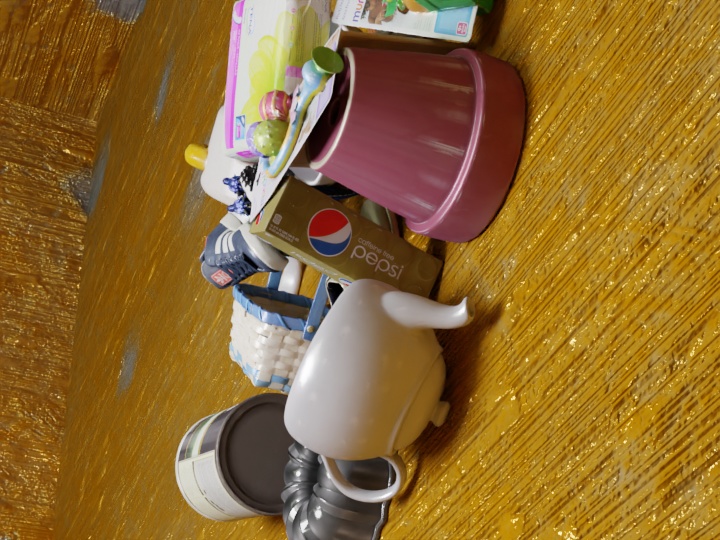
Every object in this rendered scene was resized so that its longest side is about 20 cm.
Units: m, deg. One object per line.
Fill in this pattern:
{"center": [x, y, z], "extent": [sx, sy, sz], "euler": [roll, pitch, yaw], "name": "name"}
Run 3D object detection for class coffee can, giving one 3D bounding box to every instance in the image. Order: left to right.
{"center": [-0.142, 0.243, 1.642], "extent": [0.200, 0.145, 0.148], "euler": [151, 130, -63], "name": "coffee can"}

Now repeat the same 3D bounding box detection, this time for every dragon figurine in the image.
{"center": [-0.075, -0.096, 1.631], "extent": [0.099, 0.198, 0.060], "euler": [-41, -46, -61], "name": "dragon figurine"}

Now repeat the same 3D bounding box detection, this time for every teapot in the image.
{"center": [0.021, 0.119, 1.306], "extent": [0.199, 0.145, 0.200], "euler": [-60, -10, -17], "name": "teapot"}

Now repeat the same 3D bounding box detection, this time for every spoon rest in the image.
{"center": [-0.124, -0.029, 1.772], "extent": [0.061, 0.099, 0.201], "euler": [-57, -27, -20], "name": "spoon rest"}

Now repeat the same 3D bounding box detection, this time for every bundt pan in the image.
{"center": [-0.034, 0.236, 1.462], "extent": [0.202, 0.075, 0.204], "euler": [-167, 90, -69], "name": "bundt pan"}

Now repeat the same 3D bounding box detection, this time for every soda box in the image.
{"center": [-0.014, -0.025, 1.382], "extent": [0.068, 0.199, 0.064], "euler": [-64, 19, -10], "name": "soda box"}

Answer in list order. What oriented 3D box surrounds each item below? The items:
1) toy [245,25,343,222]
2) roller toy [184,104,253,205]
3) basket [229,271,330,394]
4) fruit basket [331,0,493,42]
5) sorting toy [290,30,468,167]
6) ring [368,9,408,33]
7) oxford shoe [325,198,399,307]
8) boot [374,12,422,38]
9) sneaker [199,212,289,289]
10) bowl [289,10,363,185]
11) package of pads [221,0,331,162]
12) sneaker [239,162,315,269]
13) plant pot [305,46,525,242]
{"center": [-0.083, -0.158, 1.337], "extent": [0.200, 0.047, 0.116], "euler": [-48, 27, 42], "name": "toy"}
{"center": [-0.125, -0.142, 1.775], "extent": [0.182, 0.198, 0.141], "euler": [31, 107, 51], "name": "roller toy"}
{"center": [-0.088, 0.042, 1.627], "extent": [0.176, 0.138, 0.202], "euler": [-139, 59, -64], "name": "basket"}
{"center": [0.064, -0.356, 1.431], "extent": [0.198, 0.093, 0.187], "euler": [17, 89, 32], "name": "fruit basket"}
{"center": [0.009, -0.190, 1.449], "extent": [0.037, 0.198, 0.186], "euler": [56, 134, 32], "name": "sorting toy"}
{"center": [0.057, -0.393, 1.691], "extent": [0.200, 0.019, 0.203], "euler": [-166, 90, -69], "name": "ring"}
{"center": [0.000, 0.000, 1.517], "extent": [0.071, 0.073, 0.202], "euler": [141, 138, -59], "name": "oxford shoe"}
{"center": [0.020, -0.217, 1.596], "extent": [0.096, 0.073, 0.202], "euler": [-104, 34, -64], "name": "boot"}
{"center": [-0.150, -0.011, 1.585], "extent": [0.085, 0.075, 0.200], "euler": [-49, 18, -5], "name": "sneaker"}
{"center": [-0.042, -0.216, 1.578], "extent": [0.200, 0.074, 0.202], "euler": [43, 123, 54], "name": "bowl"}
{"center": [-0.101, -0.237, 1.541], "extent": [0.154, 0.068, 0.203], "euler": [-1, 84, 57], "name": "package of pads"}
{"center": [-0.086, -0.061, 1.535], "extent": [0.200, 0.066, 0.091], "euler": [38, 140, 46], "name": "sneaker"}
{"center": [0.047, -0.145, 1.333], "extent": [0.200, 0.177, 0.202], "euler": [-166, 90, -70], "name": "plant pot"}
